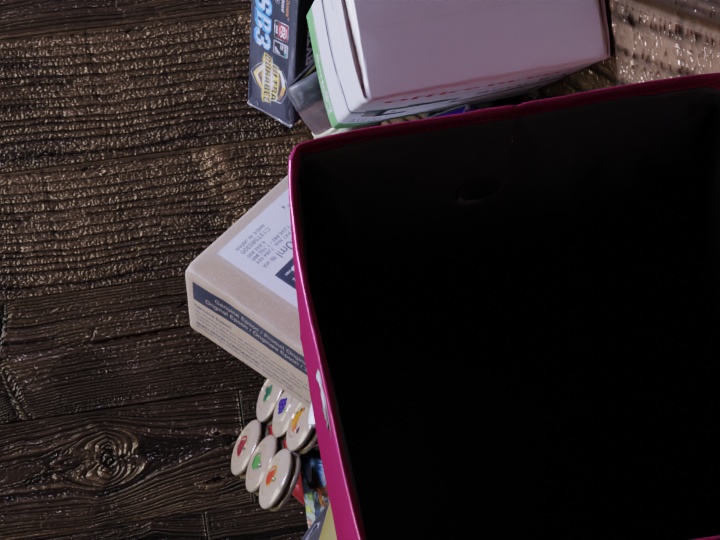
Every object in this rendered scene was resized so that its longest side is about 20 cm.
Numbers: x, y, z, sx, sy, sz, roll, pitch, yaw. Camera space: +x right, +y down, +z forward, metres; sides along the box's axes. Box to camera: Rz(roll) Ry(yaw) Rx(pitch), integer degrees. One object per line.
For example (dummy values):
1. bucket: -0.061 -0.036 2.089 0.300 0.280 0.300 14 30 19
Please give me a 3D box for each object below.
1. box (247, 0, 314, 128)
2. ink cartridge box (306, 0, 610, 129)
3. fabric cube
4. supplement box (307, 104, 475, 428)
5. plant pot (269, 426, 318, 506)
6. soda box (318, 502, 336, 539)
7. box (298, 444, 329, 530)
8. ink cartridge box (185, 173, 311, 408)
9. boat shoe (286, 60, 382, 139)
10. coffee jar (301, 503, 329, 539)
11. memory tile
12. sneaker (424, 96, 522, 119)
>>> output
1. box: 0.001 -0.230 1.132 0.050 0.198 0.200 28 136 24
2. ink cartridge box: 0.051 -0.143 0.957 0.200 0.146 0.085 -164 63 -84
3. fabric cube: 0.078 0.058 0.704 0.199 0.199 0.197 94 166 -66
4. supplement box: 0.048 0.016 1.004 0.101 0.103 0.201 34 -127 -39
5. plant pot: 0.022 0.124 1.418 0.182 0.200 0.201 139 124 -74
6. soda box: 0.067 0.177 1.025 0.068 0.200 0.064 34 -115 -40
7. box: 0.053 0.203 1.232 0.040 0.199 0.137 -22 -74 -60
8. ink cartridge box: 0.000 0.000 1.150 0.165 0.200 0.075 31 147 22
9. boat shoe: 0.022 -0.168 1.100 0.072 0.201 0.066 0 137 54
10. coffee jar: 0.024 0.250 1.140 0.104 0.085 0.200 -57 40 9
11. memory tile: -0.047 0.089 1.294 0.200 0.017 0.153 -64 19 1
12. sneaker: 0.071 -0.138 1.145 0.200 0.071 0.083 -103 1 -64
